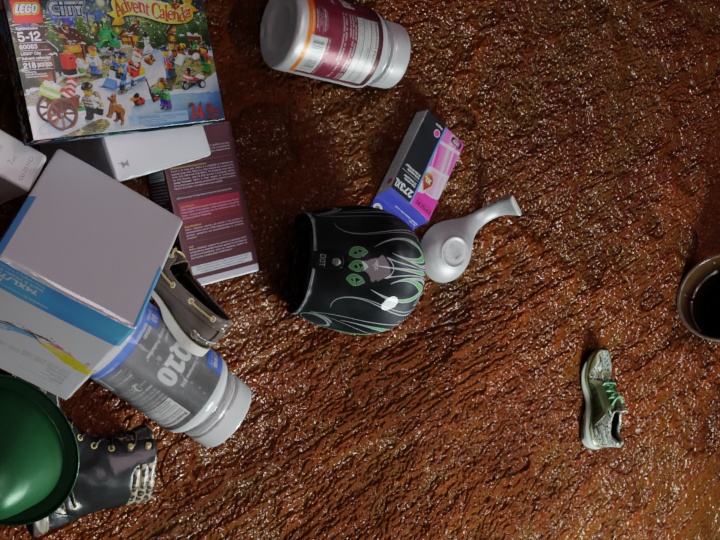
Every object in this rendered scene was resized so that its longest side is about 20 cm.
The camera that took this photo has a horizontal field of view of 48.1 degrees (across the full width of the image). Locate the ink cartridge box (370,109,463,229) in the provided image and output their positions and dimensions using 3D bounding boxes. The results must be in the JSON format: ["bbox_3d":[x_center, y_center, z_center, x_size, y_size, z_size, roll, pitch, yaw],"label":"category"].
[{"bbox_3d":[0.091,-0.150,1.295,0.095,0.037,0.201,37,71,-30],"label":"ink cartridge box"}]

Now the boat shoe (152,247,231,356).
[{"bbox_3d":[-0.230,0.009,0.980,0.059,0.200,0.072,-41,161,10],"label":"boat shoe"}]

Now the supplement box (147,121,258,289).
[{"bbox_3d":[-0.210,-0.085,1.053,0.108,0.061,0.201,-15,100,-36],"label":"supplement box"}]

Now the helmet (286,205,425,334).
[{"bbox_3d":[0.000,0.000,1.142,0.189,0.200,0.202,7,85,-19],"label":"helmet"}]

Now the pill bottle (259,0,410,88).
[{"bbox_3d":[-0.033,-0.327,1.153,0.199,0.114,0.115,4,88,-37],"label":"pill bottle"}]

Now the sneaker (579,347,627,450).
[{"bbox_3d":[0.479,0.249,1.548,0.077,0.088,0.202,1,89,-36],"label":"sneaker"}]

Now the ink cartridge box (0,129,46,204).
[{"bbox_3d":[-0.428,-0.129,0.804,0.176,0.199,0.045,33,68,-31],"label":"ink cartridge box"}]

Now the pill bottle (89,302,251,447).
[{"bbox_3d":[-0.238,0.128,0.998,0.200,0.113,0.114,43,66,-29],"label":"pill bottle"}]

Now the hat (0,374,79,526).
[{"bbox_3d":[-0.388,0.219,0.804,0.165,0.176,0.200,-40,94,8],"label":"hat"}]

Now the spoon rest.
[{"bbox_3d":[0.178,-0.058,1.354,0.200,0.061,0.100,-35,109,-17],"label":"spoon rest"}]

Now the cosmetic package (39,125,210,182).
[{"bbox_3d":[-0.288,-0.201,0.908,0.122,0.199,0.201,-23,104,-34],"label":"cosmetic package"}]

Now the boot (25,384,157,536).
[{"bbox_3d":[-0.323,0.203,0.959,0.150,0.073,0.202,-2,95,-36],"label":"boot"}]

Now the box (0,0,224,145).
[{"bbox_3d":[-0.241,-0.204,0.795,0.199,0.038,0.138,-15,99,-36],"label":"box"}]

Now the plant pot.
[{"bbox_3d":[0.826,0.091,1.756,0.198,0.199,0.201,31,72,-41],"label":"plant pot"}]

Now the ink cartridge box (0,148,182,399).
[{"bbox_3d":[-0.309,0.012,0.840,0.146,0.200,0.147,31,47,-21],"label":"ink cartridge box"}]
